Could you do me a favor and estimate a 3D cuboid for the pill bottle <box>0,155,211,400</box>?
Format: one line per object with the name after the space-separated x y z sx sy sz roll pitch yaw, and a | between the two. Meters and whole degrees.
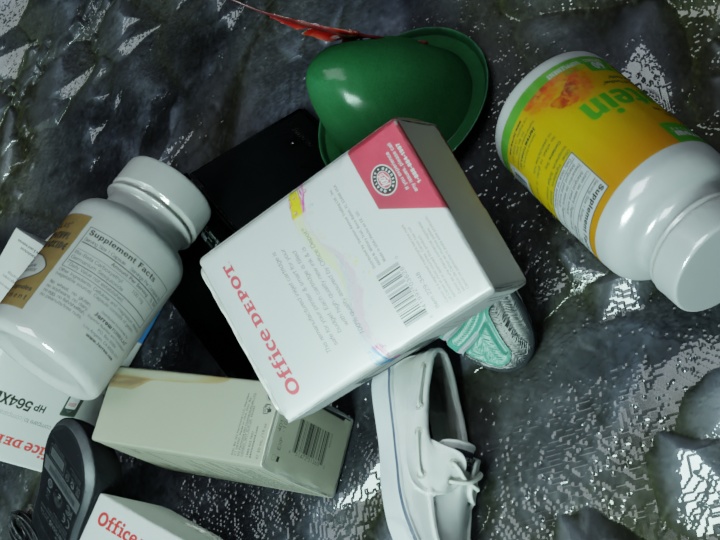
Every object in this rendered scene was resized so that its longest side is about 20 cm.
-0.221 0.002 1.068 0.114 0.114 0.200 12 58 39 | pill bottle

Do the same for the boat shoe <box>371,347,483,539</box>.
0.057 0.148 0.920 0.065 0.074 0.200 -31 55 27 | boat shoe

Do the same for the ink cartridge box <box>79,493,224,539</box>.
-0.189 0.306 1.025 0.145 0.084 0.200 17 80 40 | ink cartridge box

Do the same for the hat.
-0.017 -0.180 1.043 0.200 0.176 0.166 -15 56 27 | hat

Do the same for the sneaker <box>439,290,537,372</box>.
0.073 -0.002 0.986 0.200 0.088 0.074 44 111 16 | sneaker

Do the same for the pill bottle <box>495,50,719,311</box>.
0.195 -0.064 0.886 0.111 0.111 0.200 -47 50 10 | pill bottle

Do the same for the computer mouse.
-0.260 0.214 1.121 0.139 0.053 0.200 49 129 36 | computer mouse

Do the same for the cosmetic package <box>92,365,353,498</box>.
-0.118 0.134 1.038 0.200 0.105 0.071 3 69 36 | cosmetic package

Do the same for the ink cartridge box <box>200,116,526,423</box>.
0.000 0.000 0.925 0.200 0.086 0.148 -33 80 25 | ink cartridge box

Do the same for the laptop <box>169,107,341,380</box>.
-0.081 -0.021 1.142 0.187 0.116 0.200 46 129 41 | laptop

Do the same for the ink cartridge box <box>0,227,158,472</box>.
-0.304 0.083 1.172 0.084 0.146 0.200 27 87 41 | ink cartridge box

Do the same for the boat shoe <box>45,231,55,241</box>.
-0.321 0.004 1.279 0.200 0.071 0.070 -46 16 25 | boat shoe
